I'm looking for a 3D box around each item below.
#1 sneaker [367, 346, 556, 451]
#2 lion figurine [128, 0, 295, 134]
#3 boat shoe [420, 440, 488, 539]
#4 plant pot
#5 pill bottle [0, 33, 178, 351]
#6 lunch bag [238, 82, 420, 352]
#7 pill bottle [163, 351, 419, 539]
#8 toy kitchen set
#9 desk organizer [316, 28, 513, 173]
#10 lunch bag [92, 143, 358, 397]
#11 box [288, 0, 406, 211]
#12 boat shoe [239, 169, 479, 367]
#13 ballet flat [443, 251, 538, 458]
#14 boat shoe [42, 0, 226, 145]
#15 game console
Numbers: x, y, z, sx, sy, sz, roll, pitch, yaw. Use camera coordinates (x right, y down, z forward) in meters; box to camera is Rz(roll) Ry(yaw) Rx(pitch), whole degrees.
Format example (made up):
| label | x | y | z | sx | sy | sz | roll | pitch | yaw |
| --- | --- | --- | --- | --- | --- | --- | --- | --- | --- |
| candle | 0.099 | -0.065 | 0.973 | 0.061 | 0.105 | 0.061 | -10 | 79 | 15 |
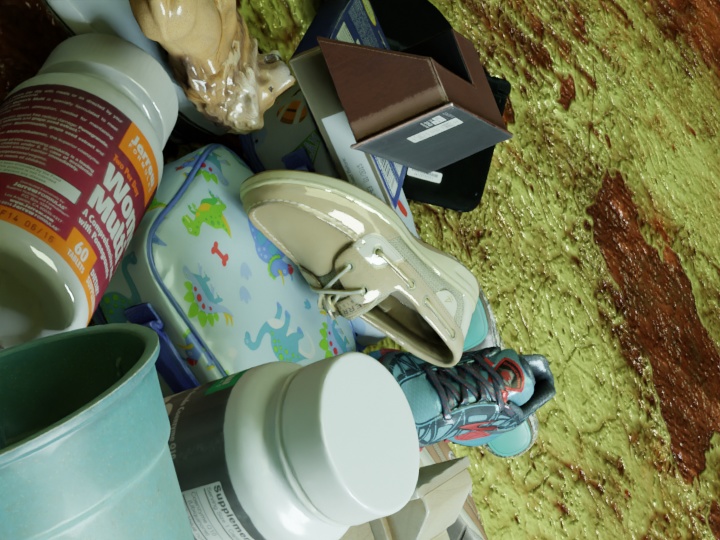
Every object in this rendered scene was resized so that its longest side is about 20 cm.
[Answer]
| label | x | y | z | sx | sy | sz | roll | pitch | yaw |
| --- | --- | --- | --- | --- | --- | --- | --- | --- | --- |
| sneaker | 0.073 | 0.080 | 1.278 | 0.200 | 0.095 | 0.080 | 0 | 68 | -59 |
| lion figurine | -0.110 | -0.162 | 1.121 | 0.200 | 0.072 | 0.123 | 24 | 59 | -66 |
| boat shoe | 0.056 | 0.169 | 1.341 | 0.201 | 0.075 | 0.072 | 62 | 32 | -15 |
| plant pot | -0.166 | 0.159 | 0.933 | 0.200 | 0.199 | 0.197 | -39 | 114 | -55 |
| pill bottle | -0.182 | -0.048 | 1.071 | 0.110 | 0.109 | 0.201 | 51 | 38 | -27 |
| lunch bag | -0.018 | -0.047 | 1.309 | 0.201 | 0.075 | 0.160 | 62 | 16 | -10 |
| pill bottle | -0.070 | 0.119 | 1.065 | 0.113 | 0.199 | 0.114 | 31 | 49 | -44 |
| toy kitchen set | 0.023 | 0.229 | 1.179 | 0.200 | 0.162 | 0.182 | -21 | 91 | -56 |
| desk organizer | 0.040 | -0.122 | 1.218 | 0.077 | 0.071 | 0.200 | 69 | 14 | 7 |
| lunch bag | -0.093 | 0.031 | 1.184 | 0.201 | 0.082 | 0.161 | 56 | 33 | -22 |
| box | 0.000 | -0.124 | 1.273 | 0.200 | 0.032 | 0.122 | -70 | 138 | -67 |
| boat shoe | 0.000 | 0.000 | 1.190 | 0.200 | 0.072 | 0.065 | 33 | 55 | -33 |
| ballet flat | 0.087 | 0.060 | 1.461 | 0.075 | 0.067 | 0.201 | -89 | 153 | -65 |
| boat shoe | -0.158 | -0.144 | 1.194 | 0.199 | 0.068 | 0.074 | 33 | 44 | -52 |
| game console | 0.025 | -0.155 | 1.511 | 0.199 | 0.116 | 0.177 | 9 | 96 | -53 |
